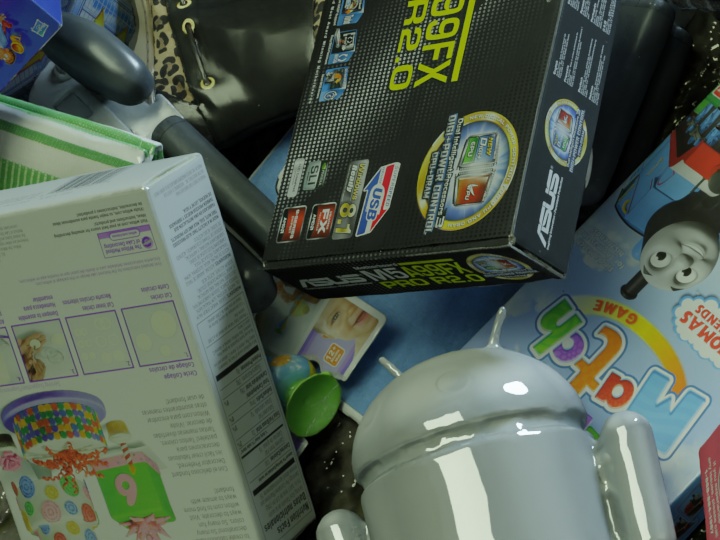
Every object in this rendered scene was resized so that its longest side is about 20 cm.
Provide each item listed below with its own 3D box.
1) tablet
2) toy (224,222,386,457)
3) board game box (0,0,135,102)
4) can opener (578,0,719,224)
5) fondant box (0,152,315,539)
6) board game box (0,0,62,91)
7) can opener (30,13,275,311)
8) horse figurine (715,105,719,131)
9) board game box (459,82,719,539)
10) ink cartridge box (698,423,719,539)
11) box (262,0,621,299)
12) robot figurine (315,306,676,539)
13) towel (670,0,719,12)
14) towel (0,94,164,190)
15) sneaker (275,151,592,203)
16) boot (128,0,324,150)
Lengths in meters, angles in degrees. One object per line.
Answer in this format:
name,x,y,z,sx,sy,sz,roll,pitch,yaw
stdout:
tablet,0.000,0.000,1.440,0.130,0.014,0.200,-50,51,-5
toy,-0.089,0.026,1.440,0.200,0.047,0.115,32,89,38
board game box,-0.207,-0.070,1.539,0.200,0.062,0.200,-30,48,22
can opener,0.162,-0.114,1.392,0.067,0.053,0.200,11,70,34
fondant box,-0.122,0.052,1.364,0.144,0.200,0.058,-9,15,31
board game box,-0.222,-0.130,1.457,0.134,0.045,0.200,-45,22,13
can opener,-0.106,-0.061,1.414,0.053,0.067,0.200,-41,59,-10
horse figurine,0.286,-0.078,1.285,0.200,0.050,0.133,-32,44,-14
board game box,0.166,0.017,1.324,0.200,0.037,0.151,-46,52,-1
ink cartridge box,0.219,0.095,1.145,0.083,0.200,0.147,7,58,-13
box,0.043,-0.089,1.303,0.160,0.044,0.200,-5,65,43
robot figurine,0.061,0.122,1.255,0.169,0.113,0.200,-19,73,15
towel,0.253,-0.187,1.330,0.166,0.086,0.200,23,52,31
towel,-0.158,0.012,1.434,0.152,0.200,0.023,18,28,36
sneaker,0.047,-0.084,1.391,0.199,0.079,0.130,-12,51,52
boot,-0.052,-0.152,1.515,0.150,0.073,0.200,-13,51,22
